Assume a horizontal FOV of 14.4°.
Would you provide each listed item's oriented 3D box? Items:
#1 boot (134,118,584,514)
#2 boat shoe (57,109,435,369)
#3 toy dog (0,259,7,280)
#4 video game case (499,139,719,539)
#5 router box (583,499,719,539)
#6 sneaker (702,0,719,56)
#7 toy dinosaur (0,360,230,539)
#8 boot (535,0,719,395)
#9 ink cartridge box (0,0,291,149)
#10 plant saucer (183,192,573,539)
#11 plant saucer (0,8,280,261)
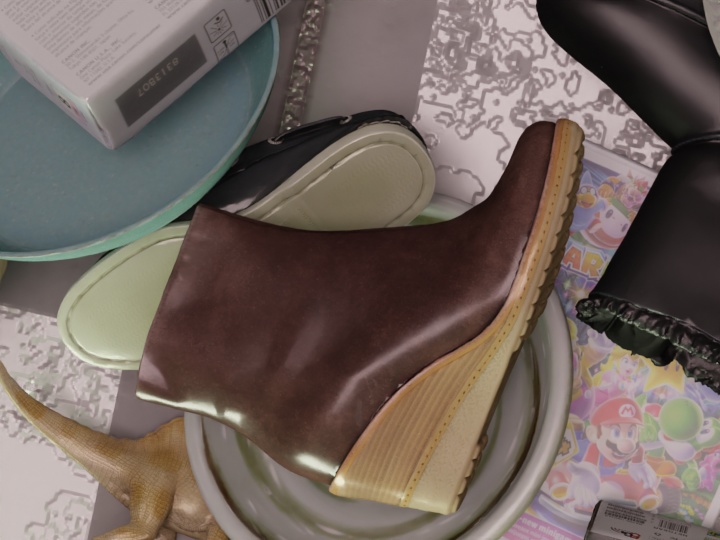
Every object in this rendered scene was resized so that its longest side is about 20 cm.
[{"bbox_3d":[0.000,0.000,1.301,0.166,0.072,0.200,23,95,8],"label":"boot"},{"bbox_3d":[-0.056,-0.021,1.368,0.199,0.066,0.075,-33,115,14],"label":"boat shoe"},{"bbox_3d":[-0.241,0.037,1.423,0.132,0.096,0.200,47,113,2],"label":"toy dog"},{"bbox_3d":[0.126,0.053,1.387,0.143,0.018,0.200,25,95,8],"label":"video game case"},{"bbox_3d":[0.192,0.207,1.351,0.200,0.051,0.149,13,107,9],"label":"router box"},{"bbox_3d":[0.231,-0.101,1.301,0.073,0.114,0.201,-39,66,51],"label":"sneaker"},{"bbox_3d":[-0.100,0.116,1.416,0.200,0.058,0.101,19,80,0],"label":"toy dinosaur"},{"bbox_3d":[0.148,-0.042,1.334,0.198,0.073,0.163,24,77,2],"label":"boot"},{"bbox_3d":[-0.125,-0.170,1.375,0.163,0.057,0.200,-42,53,-13],"label":"ink cartridge box"},{"bbox_3d":[0.013,0.062,1.371,0.200,0.050,0.200,-7,70,21],"label":"plant saucer"},{"bbox_3d":[-0.127,-0.074,1.370,0.200,0.036,0.200,-13,47,15],"label":"plant saucer"}]
